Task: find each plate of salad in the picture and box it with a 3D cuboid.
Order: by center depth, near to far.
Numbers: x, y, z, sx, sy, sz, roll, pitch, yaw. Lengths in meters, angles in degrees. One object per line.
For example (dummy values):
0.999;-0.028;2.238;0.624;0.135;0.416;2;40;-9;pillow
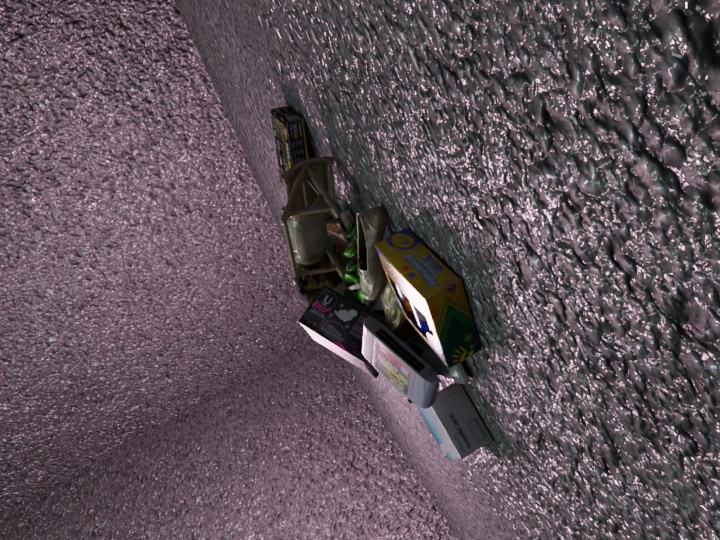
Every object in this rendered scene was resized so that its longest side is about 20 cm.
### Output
-0.083;0.003;1.702;0.048;0.200;0.201;8;132;44;plate of salad

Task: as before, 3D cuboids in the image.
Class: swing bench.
-0.108;-0.115;1.557;0.200;0.129;0.201;85;177;-47;swing bench

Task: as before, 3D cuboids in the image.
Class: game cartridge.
0.078;0.196;1.432;0.200;0.041;0.133;40;155;25;game cartridge

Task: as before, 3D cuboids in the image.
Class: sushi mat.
-0.022;-0.054;1.738;0.201;0.012;0.096;65;-174;5;sushi mat

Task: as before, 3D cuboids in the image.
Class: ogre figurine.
0.000;0.000;1.614;0.098;0.201;0.120;13;-164;-33;ogre figurine

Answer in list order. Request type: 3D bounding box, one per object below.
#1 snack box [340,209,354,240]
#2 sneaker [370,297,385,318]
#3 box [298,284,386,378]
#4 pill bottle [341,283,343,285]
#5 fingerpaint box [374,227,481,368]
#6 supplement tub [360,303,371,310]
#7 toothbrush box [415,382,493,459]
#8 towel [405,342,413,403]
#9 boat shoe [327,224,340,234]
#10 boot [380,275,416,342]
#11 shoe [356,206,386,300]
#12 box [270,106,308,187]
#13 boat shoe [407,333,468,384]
0.001;-0.058;1.706;0.201;0.024;0.072;64;172;-11;snack box
0.070;0.094;1.701;0.200;0.072;0.085;71;-159;-65;sneaker
-0.023;0.144;1.639;0.199;0.115;0.132;29;165;24;box
-0.054;-0.008;1.880;0.114;0.113;0.200;61;171;1;pill bottle
0.115;0.046;1.210;0.200;0.073;0.167;50;166;52;fingerpaint box
0.028;0.131;1.865;0.107;0.107;0.200;58;171;24;supplement tub
0.205;0.339;1.549;0.147;0.085;0.200;60;172;13;toothbrush box
0.104;0.182;1.599;0.201;0.032;0.192;72;-168;-51;towel
-0.087;-0.128;1.876;0.200;0.071;0.068;129;129;-83;boat shoe
0.063;0.052;1.453;0.156;0.072;0.201;56;154;34;boot
0.014;-0.031;1.380;0.070;0.053;0.201;37;131;51;shoe
-0.174;-0.297;1.738;0.160;0.049;0.201;-136;36;-58;box
0.154;0.187;1.422;0.070;0.071;0.201;66;171;-25;boat shoe
